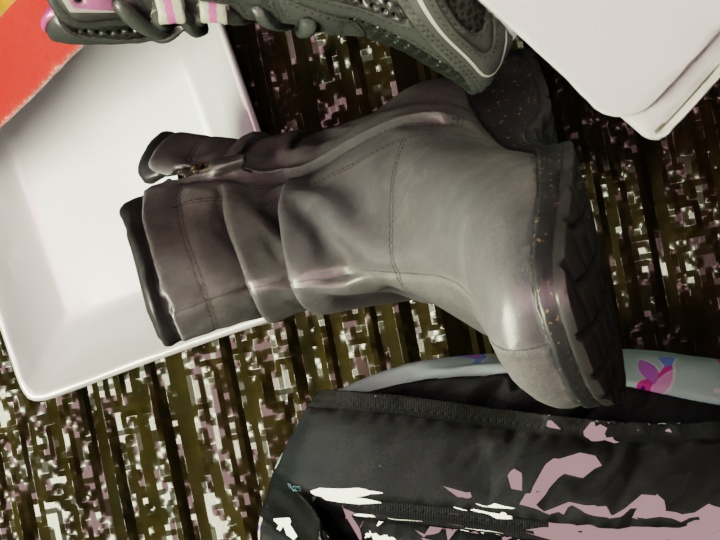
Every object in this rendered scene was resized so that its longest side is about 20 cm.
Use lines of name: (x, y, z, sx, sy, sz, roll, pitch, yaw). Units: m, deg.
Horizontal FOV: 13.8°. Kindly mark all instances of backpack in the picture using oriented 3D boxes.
backpack: (0.070, 0.097, 0.869, 0.200, 0.127, 0.167, 9, 83, 14)

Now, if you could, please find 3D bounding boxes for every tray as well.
tray: (-0.090, -0.068, 0.961, 0.107, 0.022, 0.200, -19, 88, 19)

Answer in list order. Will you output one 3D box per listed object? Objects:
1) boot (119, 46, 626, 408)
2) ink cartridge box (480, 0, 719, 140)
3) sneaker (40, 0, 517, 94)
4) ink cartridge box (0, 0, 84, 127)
boot: (0.000, 0.000, 0.842, 0.132, 0.200, 0.070, -13, 107, 1)
ink cartridge box: (0.055, -0.126, 0.804, 0.145, 0.200, 0.085, 41, 105, -4)
sneaker: (-0.053, -0.096, 0.855, 0.200, 0.080, 0.086, 28, 90, 1)
ink cartridge box: (-0.186, -0.109, 0.935, 0.200, 0.045, 0.176, 57, 139, 6)
